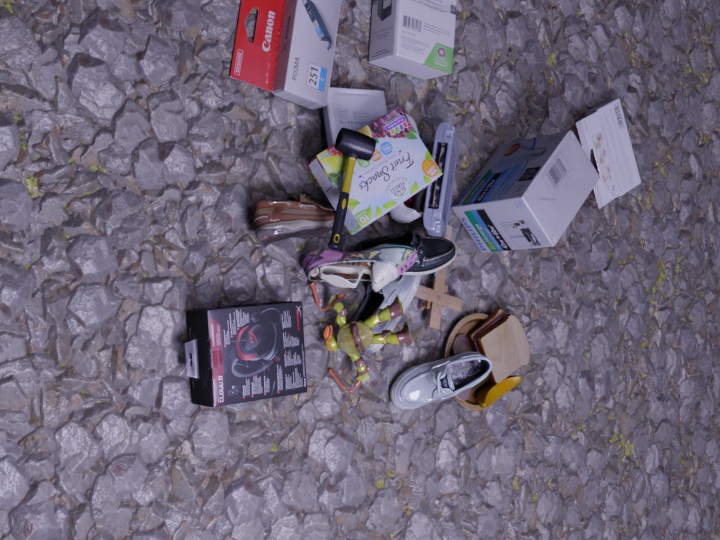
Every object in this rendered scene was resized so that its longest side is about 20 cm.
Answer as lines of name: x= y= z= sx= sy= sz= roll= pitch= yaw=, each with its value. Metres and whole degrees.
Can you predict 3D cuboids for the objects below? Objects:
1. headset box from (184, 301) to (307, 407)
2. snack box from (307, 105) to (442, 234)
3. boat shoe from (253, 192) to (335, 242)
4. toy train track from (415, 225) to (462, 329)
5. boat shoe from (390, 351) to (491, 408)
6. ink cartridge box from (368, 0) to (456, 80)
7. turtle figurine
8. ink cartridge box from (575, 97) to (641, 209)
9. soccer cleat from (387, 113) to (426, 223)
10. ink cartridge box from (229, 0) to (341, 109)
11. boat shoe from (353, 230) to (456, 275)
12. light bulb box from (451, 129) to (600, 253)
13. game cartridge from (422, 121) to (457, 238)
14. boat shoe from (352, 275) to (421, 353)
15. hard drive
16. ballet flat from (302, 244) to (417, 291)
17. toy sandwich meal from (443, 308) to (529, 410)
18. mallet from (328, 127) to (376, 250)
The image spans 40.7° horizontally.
headset box: x=-0.187 y=0.130 z=1.535 sx=0.197 sy=0.074 sz=0.152 roll=-5 pitch=91 yaw=-38
snack box: x=0.026 y=-0.172 z=1.654 sx=0.199 sy=0.053 sz=0.143 roll=-35 pitch=93 yaw=-29
boat shoe: x=-0.097 y=-0.094 z=1.615 sx=0.198 sy=0.075 sz=0.073 roll=-8 pitch=79 yaw=-50
toy train track: x=0.143 y=0.012 z=1.833 sx=0.113 sy=0.032 sz=0.204 roll=19 pitch=71 yaw=-29
boat shoe: x=0.150 y=0.196 z=1.769 sx=0.198 sy=0.071 sz=0.071 roll=-20 pitch=92 yaw=-19
ink cartridge box: x=0.098 y=-0.468 z=1.775 sx=0.144 sy=0.083 sz=0.204 roll=8 pitch=84 yaw=-38
turtle figurine: x=-0.001 y=0.098 z=1.643 sx=0.159 sy=0.064 sz=0.203 roll=-19 pitch=94 yaw=6
ink cartridge box: x=0.535 y=-0.256 z=2.142 sx=0.172 sy=0.043 sz=0.203 roll=-28 pitch=106 yaw=-35
soccer cleat: x=0.093 y=-0.187 z=1.760 sx=0.069 sy=0.086 sz=0.204 roll=5 pitch=85 yaw=-36
ink cartridge box: x=-0.121 y=-0.394 z=1.625 sx=0.174 sy=0.044 sz=0.204 roll=14 pitch=80 yaw=-38
boat shoe: x=0.079 y=-0.039 z=1.711 sx=0.195 sy=0.075 sz=0.067 roll=-4 pitch=134 yaw=-10
light bulb box: x=0.316 y=-0.148 z=1.865 sx=0.125 sy=0.198 sz=0.199 roll=52 pitch=60 yaw=-23
game cartridge: x=0.148 y=-0.155 z=1.789 sx=0.133 sy=0.040 sz=0.204 roll=47 pitch=51 yaw=-71
boat shoe: x=0.043 y=0.045 z=1.724 sx=0.071 sy=0.069 sz=0.203 roll=42 pitch=67 yaw=-33
hard drive: x=-0.001 y=-0.217 z=1.705 sx=0.130 sy=0.025 sz=0.204 roll=-4 pitch=82 yaw=-36
ballet flat: x=0.000 y=0.000 z=1.639 sx=0.196 sy=0.070 sz=0.072 roll=0 pitch=48 yaw=-4
toy sandwich meal: x=0.246 y=0.174 z=1.880 sx=0.202 sy=0.070 sz=0.210 roll=2 pitch=87 yaw=-38
mallet: x=-0.014 y=-0.130 z=1.576 sx=0.065 sy=0.041 sz=0.204 roll=9 pitch=77 yaw=-18
